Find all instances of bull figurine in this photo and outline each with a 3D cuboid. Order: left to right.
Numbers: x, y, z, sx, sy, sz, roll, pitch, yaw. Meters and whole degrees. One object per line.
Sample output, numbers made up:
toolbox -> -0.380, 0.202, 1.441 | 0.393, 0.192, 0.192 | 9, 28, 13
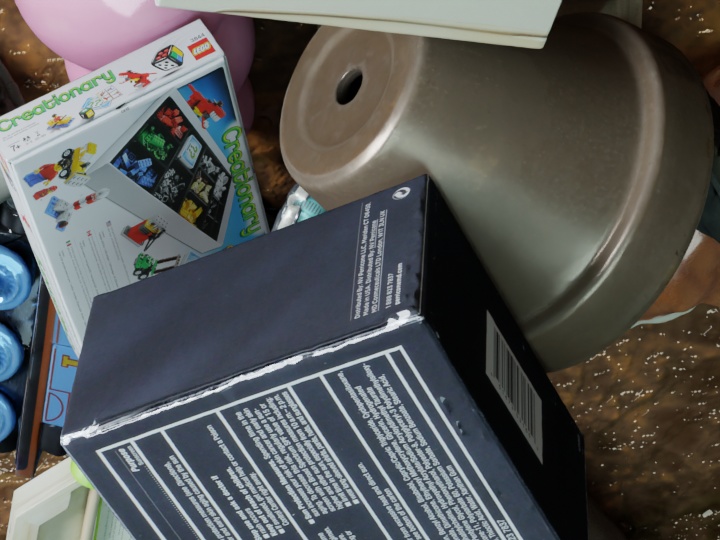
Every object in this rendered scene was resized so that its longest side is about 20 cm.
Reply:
bull figurine -> 0.200, -0.024, 1.439 | 0.121, 0.065, 0.200 | 16, 108, -35

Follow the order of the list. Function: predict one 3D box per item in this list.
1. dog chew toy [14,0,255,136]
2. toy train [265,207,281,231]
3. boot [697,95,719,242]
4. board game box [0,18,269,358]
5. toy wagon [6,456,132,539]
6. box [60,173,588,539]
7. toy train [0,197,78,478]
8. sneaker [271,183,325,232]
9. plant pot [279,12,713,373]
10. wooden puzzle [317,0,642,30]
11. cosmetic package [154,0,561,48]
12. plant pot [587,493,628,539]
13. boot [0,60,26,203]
dog chew toy -> -0.113, -0.132, 1.331 | 0.124, 0.125, 0.200 | -14, 135, 7
toy train -> -0.096, -0.043, 1.452 | 0.046, 0.034, 0.200 | -36, 122, 29
boot -> 0.136, -0.008, 1.358 | 0.073, 0.182, 0.200 | 31, 110, -36
board game box -> -0.118, -0.035, 1.317 | 0.126, 0.035, 0.200 | -27, 145, -12
toy wagon -> -0.102, 0.163, 1.391 | 0.200, 0.040, 0.155 | 4, 128, -14
box -> -0.013, 0.085, 1.233 | 0.198, 0.123, 0.200 | -20, 124, 18
toy train -> -0.185, 0.038, 1.466 | 0.114, 0.087, 0.200 | 13, 126, 1
sneaker -> 0.000, 0.000, 1.393 | 0.080, 0.078, 0.200 | 21, 161, 23
plant pot -> 0.059, -0.066, 1.282 | 0.174, 0.200, 0.200 | 26, 123, -35
wooden puzzle -> 0.069, -0.103, 1.420 | 0.185, 0.037, 0.200 | -3, 124, -1
cosmetic package -> -0.002, -0.175, 1.183 | 0.200, 0.104, 0.073 | 4, 133, -17
plant pot -> 0.096, 0.200, 1.582 | 0.187, 0.187, 0.200 | -22, 112, 13
boot -> -0.264, -0.012, 1.396 | 0.200, 0.182, 0.073 | -26, 168, 15
